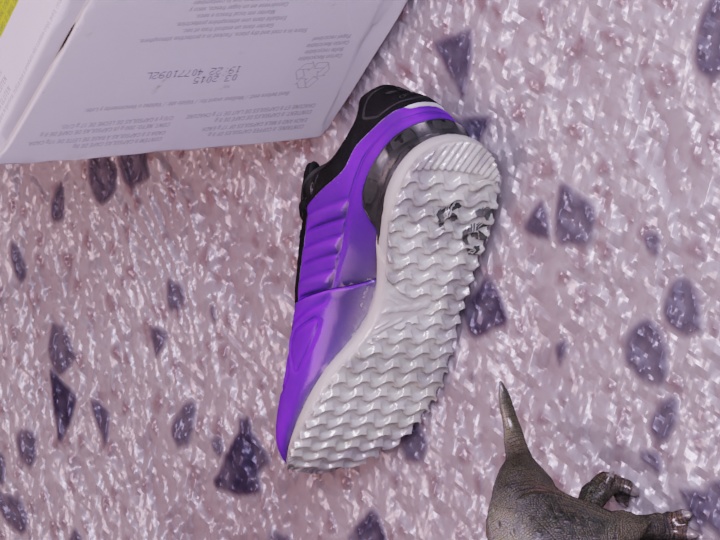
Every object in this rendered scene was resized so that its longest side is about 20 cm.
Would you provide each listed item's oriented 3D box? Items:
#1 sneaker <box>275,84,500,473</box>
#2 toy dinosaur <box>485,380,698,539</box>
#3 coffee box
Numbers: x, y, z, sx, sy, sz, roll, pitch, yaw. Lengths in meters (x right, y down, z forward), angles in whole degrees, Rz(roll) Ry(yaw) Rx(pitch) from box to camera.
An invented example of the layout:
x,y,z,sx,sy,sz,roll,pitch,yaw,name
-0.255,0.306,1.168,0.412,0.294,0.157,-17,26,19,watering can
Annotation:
x,y,z,sx,sy,sz,roll,pitch,yaw,name
0.001,0.000,1.317,0.100,0.069,0.201,51,128,43,sneaker
0.097,0.132,1.177,0.077,0.102,0.201,-36,68,48,toy dinosaur
-0.095,-0.194,1.284,0.198,0.199,0.200,60,137,28,coffee box
